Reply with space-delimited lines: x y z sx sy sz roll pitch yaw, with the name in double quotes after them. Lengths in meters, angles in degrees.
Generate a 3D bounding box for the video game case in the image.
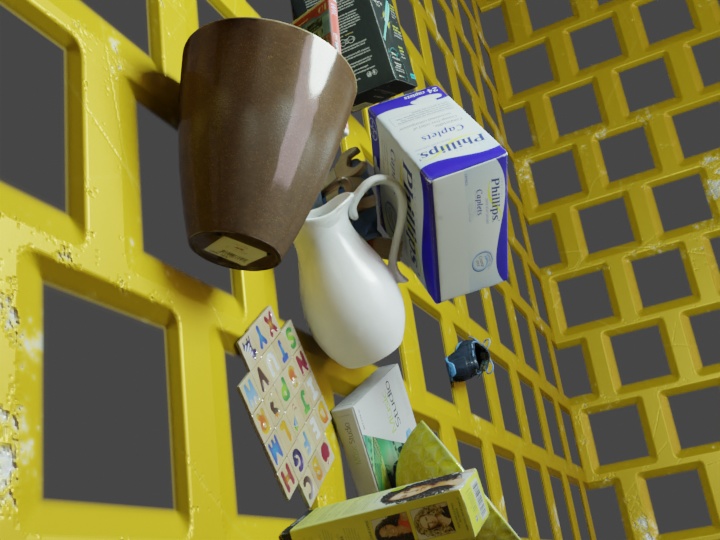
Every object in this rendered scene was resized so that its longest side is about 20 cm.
-0.077 -0.215 1.035 0.017 0.142 0.203 24 51 -43 "video game case"

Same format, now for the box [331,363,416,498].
0.029 0.220 1.135 0.200 0.036 0.147 -28 101 -68 "box"

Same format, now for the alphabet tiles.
-0.079 0.147 0.945 0.167 0.006 0.203 -55 127 -66 "alphabet tiles"

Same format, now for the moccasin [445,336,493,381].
0.217 0.174 1.627 0.200 0.067 0.082 -29 102 -70 "moccasin"

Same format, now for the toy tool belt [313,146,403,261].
-0.015 -0.094 1.134 0.125 0.121 0.203 15 60 -67 "toy tool belt"

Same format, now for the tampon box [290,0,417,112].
-0.011 -0.369 1.356 0.150 0.125 0.203 -20 92 -71 "tampon box"

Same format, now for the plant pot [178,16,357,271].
-0.107 -0.110 0.861 0.187 0.184 0.203 42 51 -55 "plant pot"

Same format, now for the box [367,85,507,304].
0.096 -0.098 1.079 0.201 0.103 0.186 -123 -160 -50 "box"

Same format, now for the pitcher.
0.000 0.000 1.036 0.121 0.169 0.203 -113 180 -77 "pitcher"

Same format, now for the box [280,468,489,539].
0.024 0.251 0.857 0.051 0.197 0.075 71 19 3 "box"

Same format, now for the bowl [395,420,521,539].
0.101 0.295 1.048 0.201 0.107 0.200 50 -2 3 "bowl"
